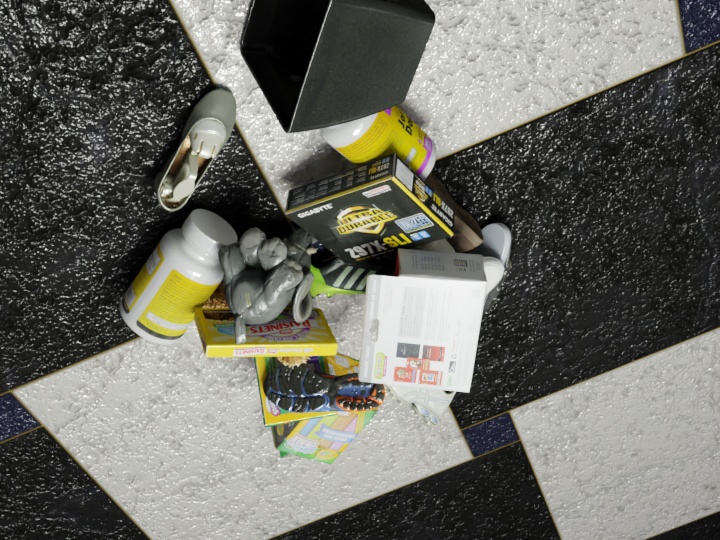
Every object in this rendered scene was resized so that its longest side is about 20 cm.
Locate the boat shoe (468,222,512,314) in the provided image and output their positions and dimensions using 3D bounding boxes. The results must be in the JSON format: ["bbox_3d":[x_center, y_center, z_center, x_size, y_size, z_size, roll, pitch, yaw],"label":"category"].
[{"bbox_3d":[0.220,0.002,1.809,0.066,0.070,0.201,-13,131,-36],"label":"boat shoe"}]

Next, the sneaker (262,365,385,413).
[{"bbox_3d":[-0.057,0.195,1.698,0.199,0.076,0.078,7,168,9],"label":"sneaker"}]

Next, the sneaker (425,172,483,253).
[{"bbox_3d":[0.117,-0.084,1.695,0.075,0.071,0.200,-31,131,20],"label":"sneaker"}]

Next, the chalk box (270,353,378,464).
[{"bbox_3d":[-0.081,0.254,1.907,0.123,0.125,0.200,20,124,-30],"label":"chalk box"}]

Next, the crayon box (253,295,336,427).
[{"bbox_3d":[-0.114,0.147,1.760,0.118,0.201,0.058,-8,175,-8],"label":"crayon box"}]

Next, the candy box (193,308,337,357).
[{"bbox_3d":[-0.141,0.091,1.606,0.199,0.102,0.027,0,123,-21],"label":"candy box"}]

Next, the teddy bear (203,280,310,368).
[{"bbox_3d":[-0.149,0.071,1.688,0.145,0.200,0.067,-38,164,-27],"label":"teddy bear"}]

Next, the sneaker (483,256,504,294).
[{"bbox_3d":[0.154,0.057,1.727,0.200,0.100,0.075,-35,127,1],"label":"sneaker"}]

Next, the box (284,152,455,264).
[{"bbox_3d":[0.015,-0.085,1.578,0.199,0.050,0.160,-15,143,34],"label":"box"}]

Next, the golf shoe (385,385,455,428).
[{"bbox_3d":[0.099,0.204,1.963,0.097,0.078,0.200,-47,134,4],"label":"golf shoe"}]

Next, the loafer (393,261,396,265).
[{"bbox_3d":[0.110,0.044,1.816,0.071,0.073,0.200,-29,135,-6],"label":"loafer"}]

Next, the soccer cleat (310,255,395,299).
[{"bbox_3d":[0.000,0.000,1.711,0.199,0.068,0.082,-3,100,8],"label":"soccer cleat"}]

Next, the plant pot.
[{"bbox_3d":[-0.023,-0.307,1.381,0.177,0.200,0.201,-1,132,-29],"label":"plant pot"}]

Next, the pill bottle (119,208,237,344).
[{"bbox_3d":[-0.273,0.007,1.635,0.111,0.112,0.200,23,118,-31],"label":"pill bottle"}]

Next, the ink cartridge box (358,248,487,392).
[{"bbox_3d":[0.089,0.074,1.619,0.175,0.084,0.201,5,120,-2],"label":"ink cartridge box"}]

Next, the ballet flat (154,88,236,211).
[{"bbox_3d":[-0.230,-0.165,1.528,0.067,0.064,0.200,19,123,-30],"label":"ballet flat"}]

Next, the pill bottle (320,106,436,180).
[{"bbox_3d":[0.013,-0.200,1.537,0.104,0.105,0.200,-38,131,19],"label":"pill bottle"}]

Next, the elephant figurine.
[{"bbox_3d":[-0.118,0.012,1.613,0.155,0.142,0.200,-34,166,14],"label":"elephant figurine"}]

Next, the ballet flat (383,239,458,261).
[{"bbox_3d":[0.087,-0.036,1.684,0.199,0.068,0.069,17,137,4],"label":"ballet flat"}]
